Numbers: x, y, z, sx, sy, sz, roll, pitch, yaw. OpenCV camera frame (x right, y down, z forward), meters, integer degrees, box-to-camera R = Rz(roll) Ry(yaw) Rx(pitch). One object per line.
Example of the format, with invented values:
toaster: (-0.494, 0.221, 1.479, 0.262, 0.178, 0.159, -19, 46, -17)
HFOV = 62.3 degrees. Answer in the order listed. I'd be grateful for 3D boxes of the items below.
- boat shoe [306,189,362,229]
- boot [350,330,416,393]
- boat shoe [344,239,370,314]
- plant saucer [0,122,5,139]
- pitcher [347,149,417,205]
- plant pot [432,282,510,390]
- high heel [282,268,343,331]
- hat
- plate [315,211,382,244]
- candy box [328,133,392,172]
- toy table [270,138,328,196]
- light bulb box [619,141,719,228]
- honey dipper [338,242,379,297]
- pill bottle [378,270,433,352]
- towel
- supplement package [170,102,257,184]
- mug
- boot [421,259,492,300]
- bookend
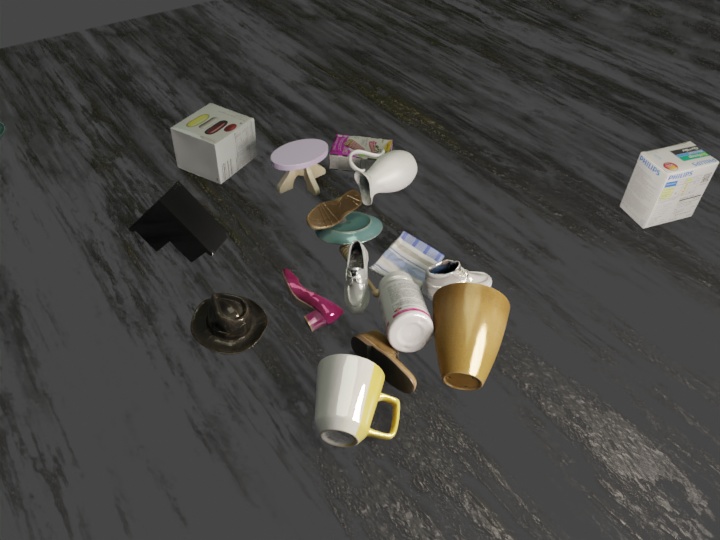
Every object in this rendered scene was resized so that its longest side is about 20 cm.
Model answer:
boat shoe: (-0.082, -0.167, 1.709, 0.199, 0.065, 0.073, -35, 96, -34)
boot: (0.069, 0.203, 1.383, 0.075, 0.075, 0.199, -21, 45, -36)
boat shoe: (-0.009, 0.013, 1.546, 0.071, 0.069, 0.203, 0, 59, 15)
plant saucer: (-1.310, -0.449, 2.026, 0.196, 0.036, 0.202, 1, 43, -1)
pitcher: (0.067, -0.320, 1.862, 0.198, 0.121, 0.174, -28, 94, -24)
plant pot: (0.243, 0.162, 1.366, 0.183, 0.188, 0.203, 9, 57, 8)
high heel: (-0.126, 0.057, 1.516, 0.095, 0.068, 0.201, -26, 55, -14)
hat: (-0.326, 0.106, 1.454, 0.196, 0.082, 0.203, 0, 44, 0)
plate: (-0.035, -0.131, 1.722, 0.196, 0.026, 0.201, -3, 32, 2)
candy box: (0.002, -0.390, 1.999, 0.196, 0.062, 0.138, 8, 43, 5)
toy table: (-0.191, -0.327, 1.885, 0.197, 0.118, 0.184, -18, 47, -21)
light bulb box: (0.925, -0.258, 1.797, 0.195, 0.202, 0.126, -13, 45, -16)
honey dipper: (0.000, 0.000, 1.611, 0.037, 0.038, 0.201, -18, 49, -20)
pill bottle: (0.104, 0.093, 1.446, 0.111, 0.115, 0.201, -4, 32, -6)
towel: (0.131, -0.023, 1.628, 0.146, 0.024, 0.200, 31, 46, 13)
supplement package: (-0.475, -0.418, 1.947, 0.189, 0.149, 0.200, 22, 46, 19)
mug: (-0.014, 0.281, 1.246, 0.183, 0.151, 0.155, 3, 51, 11)
boot: (0.259, 0.018, 1.558, 0.196, 0.097, 0.074, -11, 45, -14)
bookend: (-0.500, -0.107, 1.644, 0.200, 0.197, 0.093, 47, 44, -17)
